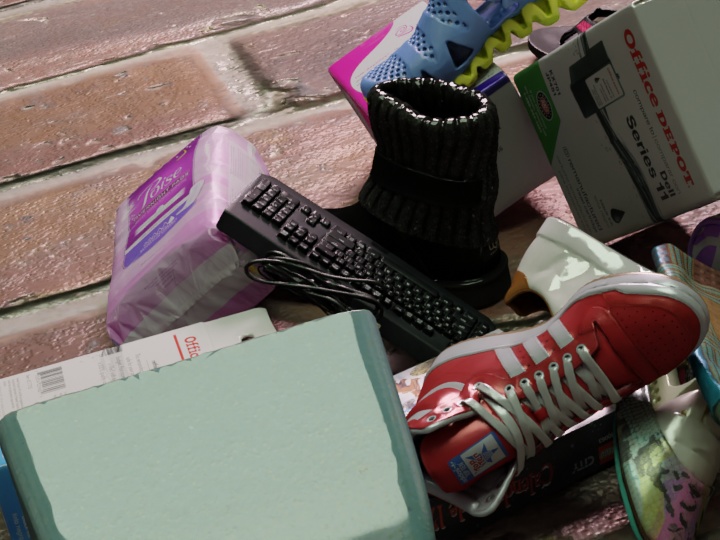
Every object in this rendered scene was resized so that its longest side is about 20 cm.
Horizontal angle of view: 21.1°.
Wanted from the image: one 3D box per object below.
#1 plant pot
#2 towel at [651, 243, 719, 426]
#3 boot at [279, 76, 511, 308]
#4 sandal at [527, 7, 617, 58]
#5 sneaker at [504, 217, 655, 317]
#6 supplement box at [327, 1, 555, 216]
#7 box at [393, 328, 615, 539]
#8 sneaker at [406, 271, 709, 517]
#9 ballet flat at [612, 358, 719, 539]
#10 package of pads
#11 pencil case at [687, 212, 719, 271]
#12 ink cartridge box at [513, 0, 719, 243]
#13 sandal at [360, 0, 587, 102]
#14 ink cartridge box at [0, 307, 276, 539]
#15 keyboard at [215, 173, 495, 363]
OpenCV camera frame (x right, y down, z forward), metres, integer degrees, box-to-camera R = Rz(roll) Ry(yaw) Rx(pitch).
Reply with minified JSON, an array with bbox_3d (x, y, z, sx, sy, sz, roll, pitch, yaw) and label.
[{"bbox_3d":[-0.050,0.176,0.950,0.195,0.197,0.201,-16,50,-10],"label":"plant pot"},{"bbox_3d":[0.248,0.061,1.139,0.146,0.022,0.200,28,24,-16],"label":"towel"},{"bbox_3d":[0.011,-0.062,1.400,0.210,0.159,0.080,3,34,24],"label":"boot"},{"bbox_3d":[0.235,-0.205,1.713,0.199,0.045,0.075,16,38,41],"label":"sandal"},{"bbox_3d":[0.179,0.042,1.269,0.200,0.073,0.085,31,83,41],"label":"sneaker"},{"bbox_3d":[0.063,-0.122,1.534,0.101,0.104,0.200,-35,31,0],"label":"supplement box"},{"bbox_3d":[0.042,0.112,1.194,0.199,0.038,0.136,-23,30,-22],"label":"box"},{"bbox_3d":[0.101,0.073,1.087,0.199,0.071,0.113,-25,19,39],"label":"sneaker"},{"bbox_3d":[0.183,0.081,1.134,0.071,0.069,0.200,-33,29,22],"label":"ballet flat"},{"bbox_3d":[-0.123,-0.018,1.421,0.120,0.076,0.200,-38,23,15],"label":"package of pads"},{"bbox_3d":[0.319,-0.035,1.326,0.199,0.084,0.085,-23,-6,-25],"label":"pencil case"},{"bbox_3d":[0.205,-0.109,1.351,0.083,0.147,0.200,-23,-1,-21],"label":"ink cartridge box"},{"bbox_3d":[0.077,-0.194,1.440,0.200,0.087,0.079,-39,32,-8],"label":"sandal"},{"bbox_3d":[-0.141,0.100,1.254,0.199,0.068,0.116,-16,28,-8],"label":"ink cartridge box"},{"bbox_3d":[0.000,0.000,1.309,0.199,0.040,0.104,32,39,4],"label":"keyboard"}]
